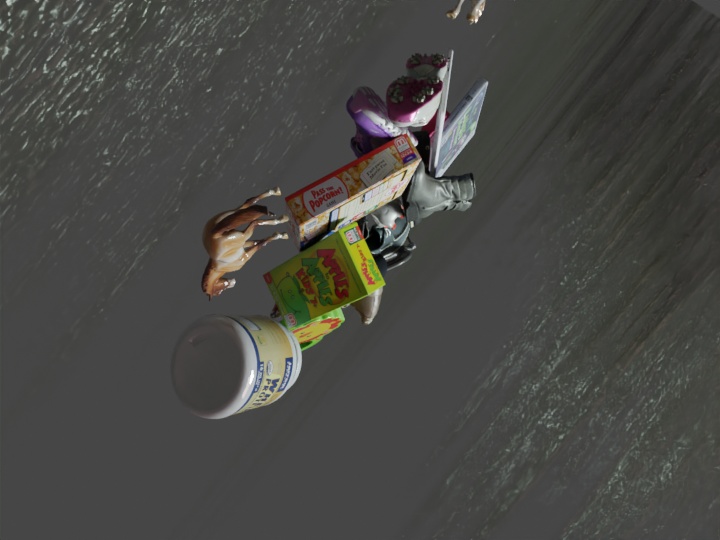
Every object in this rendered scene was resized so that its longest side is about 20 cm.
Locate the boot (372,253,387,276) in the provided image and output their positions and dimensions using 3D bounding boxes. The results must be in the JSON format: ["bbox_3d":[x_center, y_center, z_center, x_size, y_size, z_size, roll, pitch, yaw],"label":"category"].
[{"bbox_3d":[0.000,0.000,1.106,0.167,0.078,0.199,-30,177,-46],"label":"boot"}]

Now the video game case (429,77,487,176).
[{"bbox_3d":[0.191,-0.272,1.190,0.183,0.023,0.201,-52,167,-11],"label":"video game case"}]

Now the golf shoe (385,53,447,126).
[{"bbox_3d":[0.084,-0.238,0.819,0.202,0.073,0.093,-62,157,-48],"label":"golf shoe"}]

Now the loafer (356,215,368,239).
[{"bbox_3d":[-0.015,-0.059,1.006,0.073,0.062,0.201,-63,-179,26],"label":"loafer"}]

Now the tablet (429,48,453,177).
[{"bbox_3d":[0.134,-0.252,0.969,0.201,0.013,0.134,86,14,-67],"label":"tablet"}]

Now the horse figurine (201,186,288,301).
[{"bbox_3d":[-0.153,-0.038,0.729,0.130,0.051,0.200,-28,168,-17],"label":"horse figurine"}]

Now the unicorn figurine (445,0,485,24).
[{"bbox_3d":[0.158,-0.419,0.759,0.140,0.073,0.200,-61,179,5],"label":"unicorn figurine"}]

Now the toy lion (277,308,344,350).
[{"bbox_3d":[-0.119,0.120,1.083,0.187,0.070,0.200,-23,164,-3],"label":"toy lion"}]

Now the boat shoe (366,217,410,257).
[{"bbox_3d":[0.045,-0.070,1.268,0.199,0.073,0.062,-38,167,-26],"label":"boat shoe"}]

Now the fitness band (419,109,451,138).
[{"bbox_3d":[0.130,-0.242,1.170,0.144,0.037,0.201,-47,167,-19],"label":"fitness band"}]

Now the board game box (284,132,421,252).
[{"bbox_3d":[-0.015,-0.110,0.852,0.197,0.047,0.152,-30,173,-12],"label":"board game box"}]

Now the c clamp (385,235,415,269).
[{"bbox_3d":[0.043,-0.016,1.311,0.196,0.028,0.171,-24,-164,-2],"label":"c clamp"}]

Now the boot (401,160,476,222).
[{"bbox_3d":[0.134,-0.149,0.976,0.127,0.070,0.200,-12,162,2],"label":"boot"}]

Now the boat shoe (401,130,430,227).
[{"bbox_3d":[0.106,-0.167,1.083,0.061,0.075,0.205,-13,133,-6],"label":"boat shoe"}]

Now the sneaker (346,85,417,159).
[{"bbox_3d":[0.019,-0.201,0.852,0.088,0.082,0.199,-36,168,16],"label":"sneaker"}]

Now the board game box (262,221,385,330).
[{"bbox_3d":[-0.063,0.014,0.900,0.198,0.104,0.047,-26,-179,42],"label":"board game box"}]

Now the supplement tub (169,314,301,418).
[{"bbox_3d":[-0.185,0.144,0.900,0.146,0.144,0.199,-52,163,9],"label":"supplement tub"}]

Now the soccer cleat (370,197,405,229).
[{"bbox_3d":[0.044,-0.128,1.138,0.070,0.077,0.200,-48,-174,4],"label":"soccer cleat"}]

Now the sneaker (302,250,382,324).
[{"bbox_3d":[-0.041,0.021,0.971,0.069,0.199,0.078,-6,116,-37],"label":"sneaker"}]

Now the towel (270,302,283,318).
[{"bbox_3d":[-0.090,0.013,1.132,0.202,0.030,0.146,-54,165,12],"label":"towel"}]
